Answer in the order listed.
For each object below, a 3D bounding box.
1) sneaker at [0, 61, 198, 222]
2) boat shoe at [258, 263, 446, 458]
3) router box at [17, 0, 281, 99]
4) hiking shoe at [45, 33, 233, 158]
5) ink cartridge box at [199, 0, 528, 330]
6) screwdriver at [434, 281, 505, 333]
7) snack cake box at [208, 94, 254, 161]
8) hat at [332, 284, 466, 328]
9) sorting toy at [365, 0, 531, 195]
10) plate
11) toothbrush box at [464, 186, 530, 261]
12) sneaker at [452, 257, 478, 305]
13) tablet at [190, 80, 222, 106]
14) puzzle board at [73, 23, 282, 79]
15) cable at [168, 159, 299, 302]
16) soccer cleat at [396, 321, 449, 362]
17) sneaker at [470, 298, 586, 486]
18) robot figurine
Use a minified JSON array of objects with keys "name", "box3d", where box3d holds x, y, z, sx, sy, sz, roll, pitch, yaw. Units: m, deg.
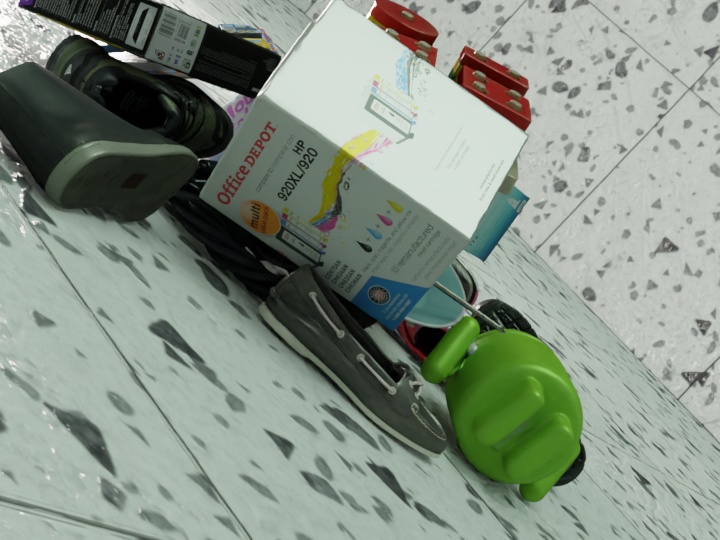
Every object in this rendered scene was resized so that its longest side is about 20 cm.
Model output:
[{"name":"sneaker","box3d":[-0.196,-0.100,1.231,0.106,0.075,0.200,48,11,14]},{"name":"boat shoe","box3d":[0.007,0.075,1.357,0.200,0.057,0.067,41,9,-12]},{"name":"router box","box3d":[-0.184,-0.213,1.489,0.149,0.051,0.200,24,6,28]},{"name":"hiking shoe","box3d":[-0.180,-0.131,1.453,0.200,0.076,0.101,20,18,-44]},{"name":"ink cartridge box","box3d":[0.001,-0.086,1.359,0.200,0.147,0.145,35,49,-3]},{"name":"screwdriver","box3d":[0.046,-0.006,1.448,0.200,0.028,0.029,31,54,-9]},{"name":"snack cake box","box3d":[-0.051,-0.157,1.708,0.115,0.200,0.067,32,29,-48]},{"name":"hat","box3d":[0.000,0.000,1.570,0.200,0.081,0.201,32,25,-17]},{"name":"sorting toy","box3d":[0.065,-0.173,1.519,0.199,0.070,0.200,28,21,-6]},{"name":"plate","box3d":[0.007,-0.014,1.478,0.200,0.026,0.200,31,26,-17]},{"name":"toothbrush box","box3d":[0.069,-0.092,1.627,0.146,0.085,0.200,37,3,16]},{"name":"sneaker","box3d":[0.044,-0.016,1.897,0.200,0.074,0.087,37,9,5]},{"name":"tablet","box3d":[-0.202,-0.205,1.896,0.130,0.014,0.200,47,9,26]},{"name":"puzzle board","box3d":[-0.181,-0.222,1.667,0.200,0.017,0.151,-1,24,-14]},{"name":"cable","box3d":[-0.103,-0.038,1.429,0.200,0.051,0.163,49,11,31]},{"name":"soccer cleat","box3d":[0.049,0.036,1.715,0.200,0.067,0.076,47,14,10]},{"name":"sneaker","box3d":[0.159,0.123,1.693,0.091,0.076,0.200,-152,-139,-84]},{"name":"robot figurine","box3d":[0.138,0.122,1.525,0.175,0.116,0.200,48,8,-12]}]
